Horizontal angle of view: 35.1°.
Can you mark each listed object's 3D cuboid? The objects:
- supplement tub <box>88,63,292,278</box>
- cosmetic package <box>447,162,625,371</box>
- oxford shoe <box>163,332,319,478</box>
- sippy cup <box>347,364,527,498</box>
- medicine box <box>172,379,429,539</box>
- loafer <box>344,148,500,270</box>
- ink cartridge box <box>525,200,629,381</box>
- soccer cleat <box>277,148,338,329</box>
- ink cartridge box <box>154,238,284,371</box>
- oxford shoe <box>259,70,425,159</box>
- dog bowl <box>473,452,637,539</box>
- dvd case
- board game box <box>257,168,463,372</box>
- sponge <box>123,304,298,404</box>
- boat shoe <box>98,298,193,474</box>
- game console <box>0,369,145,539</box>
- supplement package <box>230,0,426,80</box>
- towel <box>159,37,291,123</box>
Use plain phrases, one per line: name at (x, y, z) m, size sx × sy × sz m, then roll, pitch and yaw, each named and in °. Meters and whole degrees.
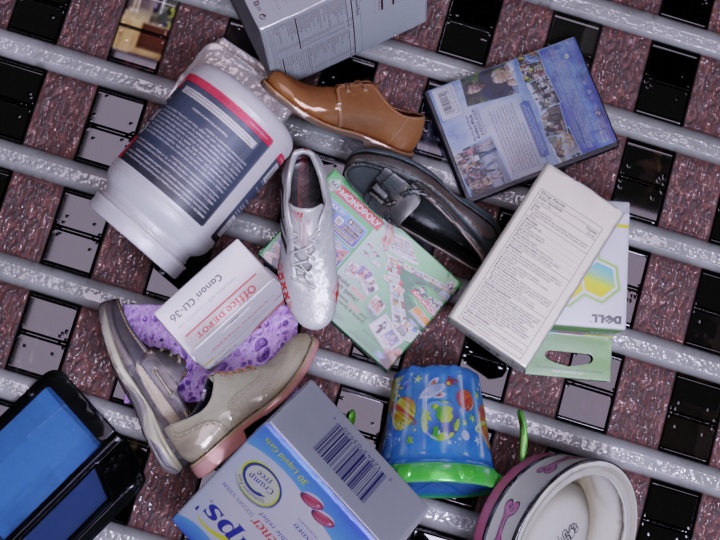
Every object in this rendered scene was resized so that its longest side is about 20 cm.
supplement tub at (-0.182, -0.107, 1.227) m, size 0.140 × 0.140 × 0.200 m, roll 40°, pitch 84°, yaw 3°
cosmetic package at (0.188, -0.002, 1.236) m, size 0.105 × 0.071 × 0.201 m, roll 34°, pitch 85°, yaw 7°
oxford shoe at (-0.123, 0.126, 1.213) m, size 0.074 × 0.071 × 0.200 m, roll 47°, pitch 60°, yaw -5°
sippy cup at (0.083, 0.174, 1.243) m, size 0.176 × 0.139 × 0.132 m, roll 11°, pitch 69°, yaw -29°
medicine box at (-0.065, 0.253, 1.185) m, size 0.182 × 0.103 × 0.200 m, roll 46°, pitch 123°, yaw 5°
loafer at (0.068, -0.068, 1.281) m, size 0.199 × 0.072 × 0.063 m, roll 28°, pitch 43°, yaw -8°
ink cartridge box at (0.247, 0.020, 1.300) m, size 0.103 × 0.059 × 0.202 m, roll 5°, pitch 82°, yaw -2°
soccer cleat at (-0.059, -0.037, 1.254) m, size 0.068 × 0.085 × 0.202 m, roll -2°, pitch 82°, yaw -3°
ink cartridge box at (-0.144, 0.037, 1.181) m, size 0.116 × 0.200 × 0.068 m, roll -43°, pitch 85°, yaw -8°
oxford shoe at (-0.018, -0.189, 1.287) m, size 0.198 × 0.071 × 0.072 m, roll 19°, pitch 110°, yaw -23°
dog bowl at (0.202, 0.284, 1.211) m, size 0.199 × 0.074 × 0.202 m, roll -12°, pitch 110°, yaw -35°
dvd case at (0.190, -0.177, 1.346) m, size 0.198 × 0.018 × 0.144 m, roll -21°, pitch 84°, yaw -6°
board game box at (0.000, 0.000, 1.308) m, size 0.200 × 0.029 × 0.135 m, roll 42°, pitch 81°, yaw 4°
sponge at (-0.169, 0.094, 1.288) m, size 0.198 × 0.030 × 0.113 m, roll 0°, pitch 82°, yaw -3°
boat shoe at (-0.223, 0.119, 1.239) m, size 0.073 × 0.074 × 0.202 m, roll -25°, pitch 93°, yaw -14°
game console at (-0.351, 0.233, 1.222) m, size 0.200 × 0.176 × 0.117 m, roll -45°, pitch 114°, yaw -7°
supplement package at (-0.053, -0.349, 1.282) m, size 0.198 × 0.147 × 0.193 m, roll -25°, pitch 73°, yaw -5°
towel at (-0.169, -0.161, 1.321) m, size 0.132 × 0.034 × 0.201 m, roll 31°, pitch 82°, yaw 3°
